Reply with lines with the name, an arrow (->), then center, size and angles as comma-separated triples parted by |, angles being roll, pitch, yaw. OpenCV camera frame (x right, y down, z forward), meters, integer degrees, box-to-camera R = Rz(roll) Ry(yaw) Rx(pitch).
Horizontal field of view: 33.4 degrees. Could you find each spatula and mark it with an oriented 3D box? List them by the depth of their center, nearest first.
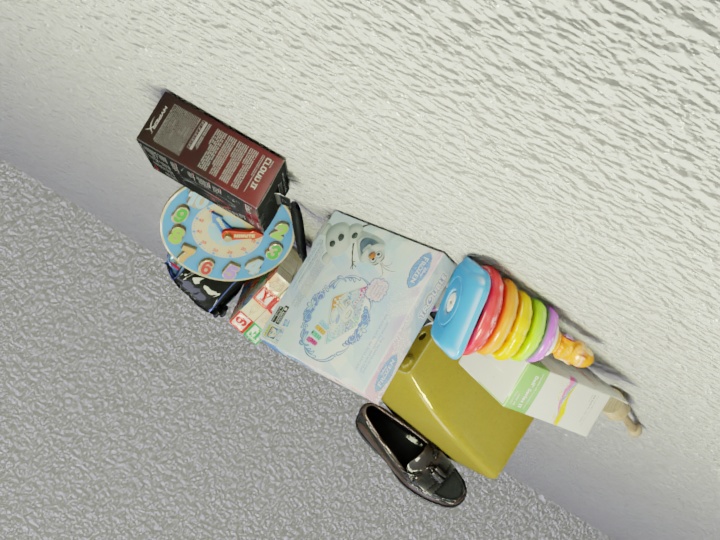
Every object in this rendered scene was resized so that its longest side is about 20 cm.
spatula -> -0.071, -0.007, 1.655 | 0.056, 0.020, 0.202 | 24, -136, -57

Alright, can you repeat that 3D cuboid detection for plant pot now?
plant pot -> 0.128, 0.141, 1.704 | 0.200, 0.195, 0.195 | 41, 167, -30

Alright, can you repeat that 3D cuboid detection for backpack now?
backpack -> -0.221, -0.036, 1.920 | 0.134, 0.183, 0.200 | 40, -178, -9

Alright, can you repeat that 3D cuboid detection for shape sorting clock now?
shape sorting clock -> -0.194, -0.058, 1.754 | 0.199, 0.200, 0.039 | 35, -151, -28

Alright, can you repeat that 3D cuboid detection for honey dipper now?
honey dipper -> 0.381, 0.210, 1.736 | 0.038, 0.038, 0.200 | 25, 173, 28

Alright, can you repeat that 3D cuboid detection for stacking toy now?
stacking toy -> 0.193, 0.071, 1.423 | 0.198, 0.111, 0.116 | 21, -172, -14

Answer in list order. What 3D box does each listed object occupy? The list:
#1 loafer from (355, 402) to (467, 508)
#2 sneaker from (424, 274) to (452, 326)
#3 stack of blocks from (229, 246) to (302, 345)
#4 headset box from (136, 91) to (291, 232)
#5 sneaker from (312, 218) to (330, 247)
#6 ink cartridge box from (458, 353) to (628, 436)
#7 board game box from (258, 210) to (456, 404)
loafer -> 0.071, 0.265, 1.729 | 0.199, 0.072, 0.063 | 40, 162, 14
sneaker -> 0.079, 0.064, 1.561 | 0.199, 0.141, 0.078 | 22, 168, 45
stack of blocks -> -0.134, 0.019, 1.896 | 0.058, 0.115, 0.200 | 41, -160, -13
headset box -> -0.177, -0.131, 1.550 | 0.198, 0.076, 0.149 | 30, 171, 5
sneaker -> 0.000, 0.000, 1.702 | 0.071, 0.073, 0.199 | 18, 166, 47
ink cartridge box -> 0.238, 0.146, 1.544 | 0.198, 0.068, 0.117 | 23, -167, -34
board game box -> -0.006, 0.042, 1.533 | 0.198, 0.201, 0.043 | 23, 167, 41
